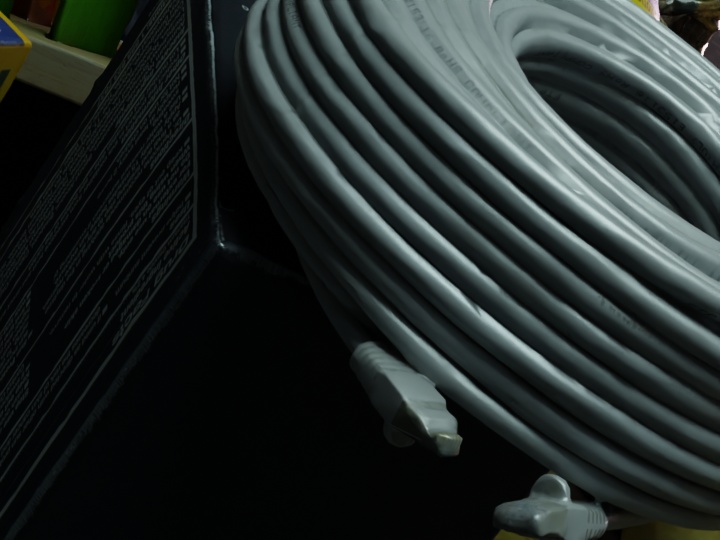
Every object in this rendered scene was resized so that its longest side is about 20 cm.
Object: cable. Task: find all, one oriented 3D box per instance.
[{"bbox_3d":[0.056,-0.018,0.609,0.199,0.069,0.200,8,38,-49],"label":"cable"}]

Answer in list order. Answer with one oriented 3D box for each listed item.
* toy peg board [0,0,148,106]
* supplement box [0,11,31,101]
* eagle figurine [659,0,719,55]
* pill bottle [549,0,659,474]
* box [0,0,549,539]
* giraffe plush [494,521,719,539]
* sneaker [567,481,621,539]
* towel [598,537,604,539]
[{"bbox_3d":[-0.064,-0.110,0.958,0.199,0.098,0.199,23,8,19],"label":"toy peg board"},{"bbox_3d":[-0.234,-0.100,0.814,0.200,0.110,0.109,45,25,18],"label":"supplement box"},{"bbox_3d":[0.120,-0.128,1.232,0.199,0.151,0.153,-3,79,-40],"label":"eagle figurine"},{"bbox_3d":[0.067,-0.028,0.883,0.104,0.104,0.201,20,56,-31],"label":"pill bottle"},{"bbox_3d":[-0.047,0.039,0.699,0.123,0.200,0.199,27,26,-19],"label":"box"},{"bbox_3d":[0.098,0.116,0.793,0.172,0.162,0.200,14,31,-40],"label":"giraffe plush"},{"bbox_3d":[0.141,0.077,0.939,0.076,0.114,0.200,18,29,-32],"label":"sneaker"},{"bbox_3d":[0.107,0.105,1.002,0.199,0.023,0.145,31,26,-8],"label":"towel"}]
